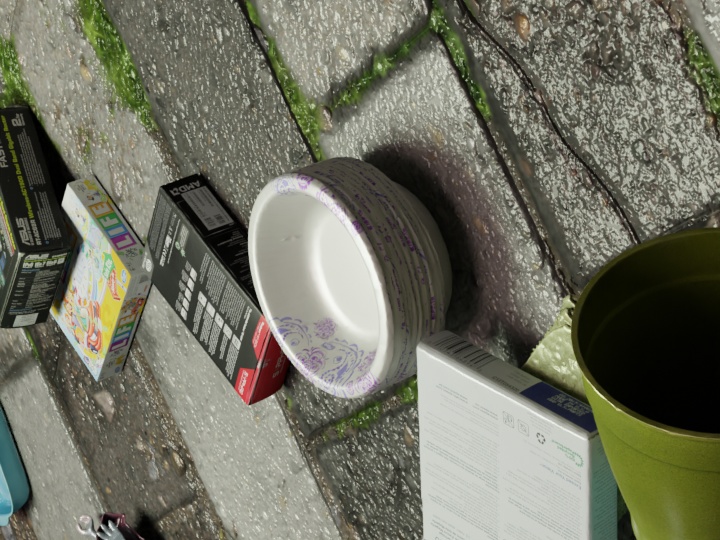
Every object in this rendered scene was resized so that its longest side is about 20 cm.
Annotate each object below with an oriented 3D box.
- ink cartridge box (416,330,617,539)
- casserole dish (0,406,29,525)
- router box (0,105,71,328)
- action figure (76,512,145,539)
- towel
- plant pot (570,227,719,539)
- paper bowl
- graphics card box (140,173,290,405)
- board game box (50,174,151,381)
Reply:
[{"bbox_3d":[0.126,0.172,1.702,0.196,0.043,0.200,28,133,42],"label":"ink cartridge box"},{"bbox_3d":[-0.476,0.227,2.685,0.121,0.039,0.200,-12,99,57],"label":"casserole dish"},{"bbox_3d":[-0.385,-0.059,2.318,0.150,0.062,0.200,118,138,-51],"label":"router box"},{"bbox_3d":[-0.279,0.356,2.450,0.149,0.134,0.200,19,154,-3],"label":"action figure"},{"bbox_3d":[0.178,0.123,1.669,0.148,0.036,0.200,53,144,21],"label":"towel"},{"bbox_3d":[0.248,0.108,1.439,0.200,0.200,0.193,38,149,38],"label":"plant pot"},{"bbox_3d":[0.000,0.000,1.793,0.201,0.104,0.201,34,135,42],"label":"paper bowl"},{"bbox_3d":[-0.136,0.018,2.053,0.200,0.051,0.126,49,143,26],"label":"graphics card box"},{"bbox_3d":[-0.289,0.011,2.287,0.135,0.034,0.200,53,145,23],"label":"board game box"}]
